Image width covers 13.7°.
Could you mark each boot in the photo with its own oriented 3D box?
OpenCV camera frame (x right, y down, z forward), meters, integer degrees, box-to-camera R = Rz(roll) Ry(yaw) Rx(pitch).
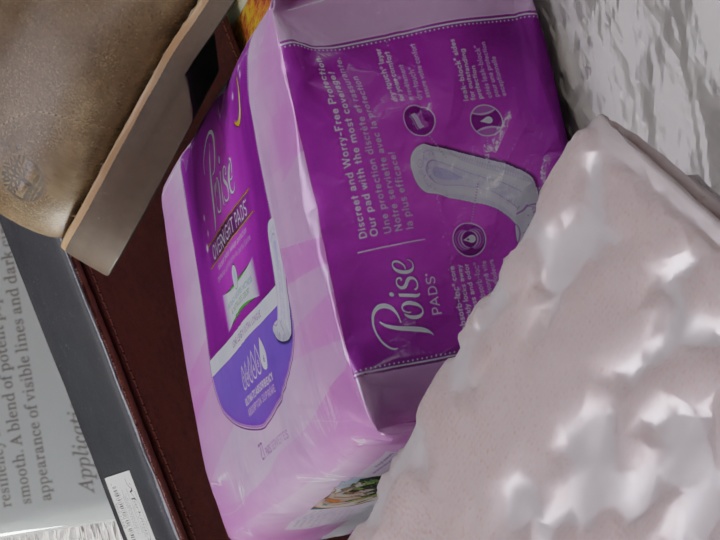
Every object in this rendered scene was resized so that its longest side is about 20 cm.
[{"bbox_3d":[-0.052,-0.101,0.785,0.200,0.075,0.074,-61,3,11],"label":"boot"}]

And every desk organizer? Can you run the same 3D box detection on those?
[{"bbox_3d":[-0.053,0.017,0.948,0.201,0.077,0.072,69,161,3],"label":"desk organizer"}]

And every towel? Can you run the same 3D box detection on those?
[{"bbox_3d":[0.048,0.106,0.436,0.191,0.032,0.200,45,114,44],"label":"towel"}]

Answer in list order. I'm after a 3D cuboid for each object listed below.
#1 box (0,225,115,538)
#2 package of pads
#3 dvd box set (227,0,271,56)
[{"bbox_3d":[-0.166,-0.009,1.208,0.200,0.171,0.200,-127,29,-76],"label":"box"},{"bbox_3d":[0.000,0.000,0.806,0.200,0.075,0.121,132,126,-72],"label":"package of pads"},{"bbox_3d":[-0.047,-0.107,1.005,0.200,0.029,0.147,111,146,-63],"label":"dvd box set"}]
